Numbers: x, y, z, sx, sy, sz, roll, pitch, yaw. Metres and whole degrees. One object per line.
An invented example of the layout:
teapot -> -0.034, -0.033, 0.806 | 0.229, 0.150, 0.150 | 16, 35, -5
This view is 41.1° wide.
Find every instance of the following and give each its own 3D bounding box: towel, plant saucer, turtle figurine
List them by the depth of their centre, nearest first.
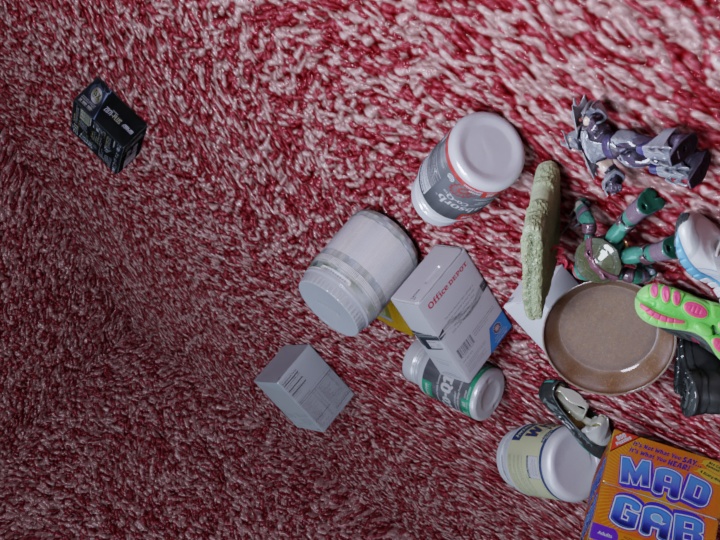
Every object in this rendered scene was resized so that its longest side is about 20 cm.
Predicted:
turtle figurine -> 0.347, -0.029, 1.309 | 0.150, 0.101, 0.200 | 44, 152, -6
towel -> 0.254, -0.039, 1.357 | 0.036, 0.150, 0.202 | 9, 142, 18
plant saucer -> 0.375, 0.096, 1.452 | 0.197, 0.037, 0.204 | 7, 118, 12

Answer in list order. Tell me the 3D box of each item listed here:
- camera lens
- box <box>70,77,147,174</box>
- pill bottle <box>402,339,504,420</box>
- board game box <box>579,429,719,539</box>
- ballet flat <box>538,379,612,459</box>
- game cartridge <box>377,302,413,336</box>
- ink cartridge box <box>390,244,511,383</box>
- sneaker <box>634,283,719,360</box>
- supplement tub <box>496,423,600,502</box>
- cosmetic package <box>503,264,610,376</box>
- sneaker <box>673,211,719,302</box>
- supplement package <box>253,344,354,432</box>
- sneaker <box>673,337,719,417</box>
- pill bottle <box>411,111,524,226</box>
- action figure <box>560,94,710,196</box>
camera lens -> 0.000, 0.000, 1.787 | 0.159, 0.200, 0.161 | 34, 156, 17
box -> -0.614, -0.347, 2.329 | 0.164, 0.086, 0.200 | 44, 157, -4
pill bottle -> 0.190, 0.220, 1.984 | 0.198, 0.113, 0.114 | 23, 152, 38
board game box -> 0.501, 0.433, 1.673 | 0.196, 0.202, 0.201 | 16, 152, 12
ballet flat -> 0.415, 0.279, 1.786 | 0.199, 0.068, 0.068 | 41, 149, 1
game cartridge -> 0.031, 0.050, 2.050 | 0.198, 0.032, 0.178 | 27, 154, 35
ink cartridge box -> 0.165, 0.076, 1.724 | 0.084, 0.145, 0.201 | 10, 141, 52
sneaker -> 0.476, 0.072, 1.324 | 0.198, 0.078, 0.084 | 30, -169, 11
supplement tub -> 0.377, 0.383, 1.928 | 0.145, 0.145, 0.199 | 47, 157, -13
cosmetic package -> 0.340, 0.094, 1.555 | 0.200, 0.081, 0.112 | 48, 157, -11
sneaker -> 0.470, -0.005, 1.191 | 0.200, 0.076, 0.086 | 42, 150, -19
supplement package -> -0.161, 0.332, 2.722 | 0.200, 0.147, 0.190 | 48, 157, -16
sneaker -> 0.485, 0.151, 1.333 | 0.089, 0.200, 0.077 | 4, 111, 10
pill bottle -> 0.150, -0.140, 1.400 | 0.116, 0.116, 0.200 | 42, 158, -1
action figure -> 0.319, -0.150, 1.168 | 0.199, 0.070, 0.131 | 19, 154, 50
